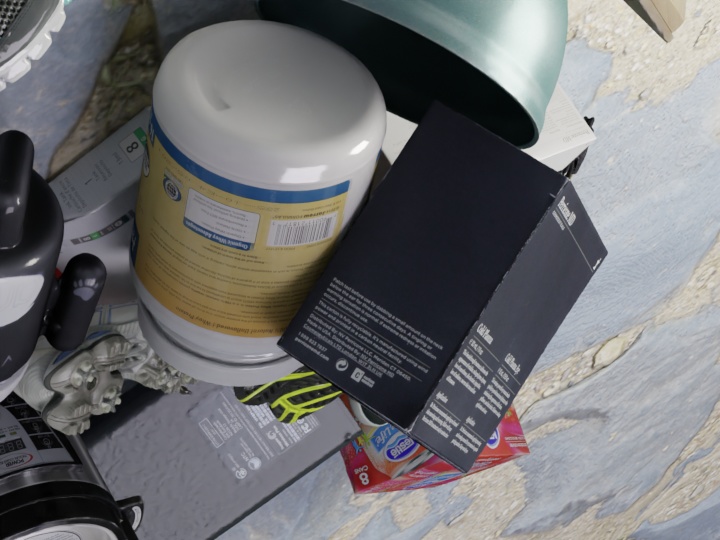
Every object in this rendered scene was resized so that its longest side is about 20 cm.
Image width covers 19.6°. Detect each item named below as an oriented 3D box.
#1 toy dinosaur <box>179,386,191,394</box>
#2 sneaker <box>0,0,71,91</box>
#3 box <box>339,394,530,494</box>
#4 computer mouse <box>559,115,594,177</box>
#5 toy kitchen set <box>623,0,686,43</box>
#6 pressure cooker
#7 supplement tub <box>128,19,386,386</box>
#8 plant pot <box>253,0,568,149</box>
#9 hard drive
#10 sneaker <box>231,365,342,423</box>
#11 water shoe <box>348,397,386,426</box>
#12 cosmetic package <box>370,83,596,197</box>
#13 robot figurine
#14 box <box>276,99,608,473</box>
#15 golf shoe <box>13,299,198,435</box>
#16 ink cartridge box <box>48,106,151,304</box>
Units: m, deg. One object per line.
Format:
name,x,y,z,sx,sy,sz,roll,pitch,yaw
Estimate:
toy dinosaur,-0.126,0.038,1.537,0.200,0.047,0.088,-39,150,-18
sneaker,-0.247,-0.129,1.149,0.200,0.078,0.091,-41,147,0
box,0.059,0.129,1.770,0.099,0.096,0.200,-21,169,19
computer mouse,0.139,-0.038,1.707,0.141,0.046,0.201,-62,170,-49
toy kitchen set,0.204,-0.276,1.359,0.180,0.163,0.200,-42,151,5
pressure cooker,-0.254,0.173,1.426,0.176,0.200,0.179,-39,150,11
supplement tub,-0.069,-0.040,1.312,0.144,0.145,0.201,-18,141,-32
plant pot,0.050,-0.183,1.315,0.135,0.199,0.200,-64,152,-10
hard drive,-0.115,0.130,1.620,0.200,0.033,0.140,-35,115,-2
sneaker,-0.067,0.052,1.495,0.075,0.077,0.200,-29,161,-4
water shoe,0.055,0.050,1.609,0.071,0.079,0.201,-3,125,-48
cosmetic package,0.075,-0.091,1.490,0.199,0.083,0.051,-22,163,-43
robot figurine,-0.250,0.001,1.277,0.125,0.150,0.201,-34,155,-44
box,0.059,0.016,1.336,0.183,0.104,0.200,-56,162,-4
golf shoe,-0.169,0.041,1.422,0.200,0.097,0.079,-17,127,-53
ink cartridge box,-0.183,-0.003,1.423,0.200,0.050,0.161,-39,151,-3
